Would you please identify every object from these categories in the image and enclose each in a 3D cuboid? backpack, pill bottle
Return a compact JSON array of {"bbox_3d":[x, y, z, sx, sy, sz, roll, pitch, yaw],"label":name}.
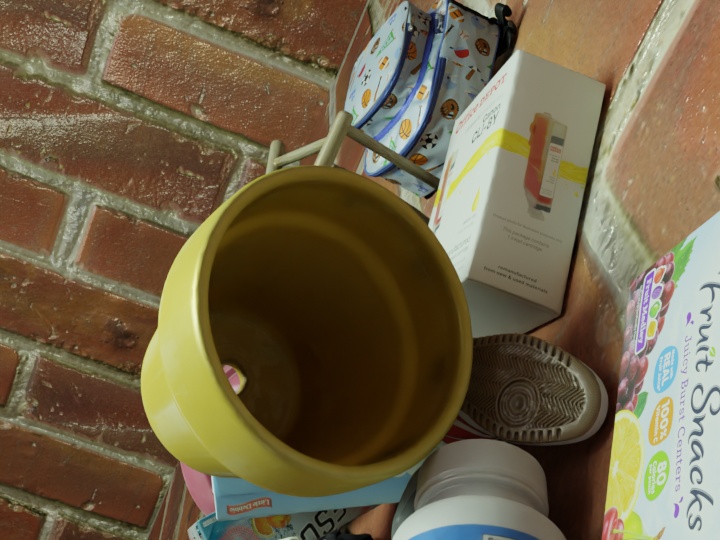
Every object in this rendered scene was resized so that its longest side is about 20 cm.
[{"bbox_3d":[0.069,-0.186,1.239,0.200,0.152,0.193,131,146,-55],"label":"backpack"},{"bbox_3d":[0.066,0.200,0.634,0.201,0.111,0.113,-82,17,-48],"label":"pill bottle"}]

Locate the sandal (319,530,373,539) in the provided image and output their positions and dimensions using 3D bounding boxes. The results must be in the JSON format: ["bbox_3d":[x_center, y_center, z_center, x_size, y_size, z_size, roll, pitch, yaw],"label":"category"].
[{"bbox_3d":[-0.037,0.277,1.107,0.076,0.043,0.200,-38,1,-18],"label":"sandal"}]

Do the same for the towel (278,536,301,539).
[{"bbox_3d":[-0.069,0.280,0.737,0.200,0.034,0.195,-30,51,56],"label":"towel"}]

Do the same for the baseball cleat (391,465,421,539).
[{"bbox_3d":[0.060,0.229,0.768,0.106,0.069,0.202,147,132,-63],"label":"baseball cleat"}]

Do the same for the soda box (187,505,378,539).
[{"bbox_3d":[-0.051,0.211,1.006,0.064,0.198,0.068,61,156,10],"label":"soda box"}]

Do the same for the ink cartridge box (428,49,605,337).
[{"bbox_3d":[0.115,-0.052,0.912,0.145,0.083,0.202,136,152,-67],"label":"ink cartridge box"}]

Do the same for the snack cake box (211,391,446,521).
[{"bbox_3d":[-0.024,0.143,0.936,0.115,0.197,0.068,-111,16,-74],"label":"snack cake box"}]

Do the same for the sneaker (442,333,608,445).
[{"bbox_3d":[0.106,0.095,0.782,0.199,0.112,0.072,4,68,47],"label":"sneaker"}]

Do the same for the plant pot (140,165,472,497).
[{"bbox_3d":[-0.057,0.057,0.756,0.188,0.199,0.203,-30,39,53],"label":"plant pot"}]

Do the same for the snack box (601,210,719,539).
[{"bbox_3d":[0.169,0.068,0.510,0.142,0.052,0.202,129,158,-57],"label":"snack box"}]

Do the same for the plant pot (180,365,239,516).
[{"bbox_3d":[-0.068,0.176,1.194,0.178,0.199,0.202,-27,41,51],"label":"plant pot"}]

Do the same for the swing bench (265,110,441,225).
[{"bbox_3d":[0.000,0.000,1.018,0.129,0.198,0.202,-13,56,55],"label":"swing bench"}]
